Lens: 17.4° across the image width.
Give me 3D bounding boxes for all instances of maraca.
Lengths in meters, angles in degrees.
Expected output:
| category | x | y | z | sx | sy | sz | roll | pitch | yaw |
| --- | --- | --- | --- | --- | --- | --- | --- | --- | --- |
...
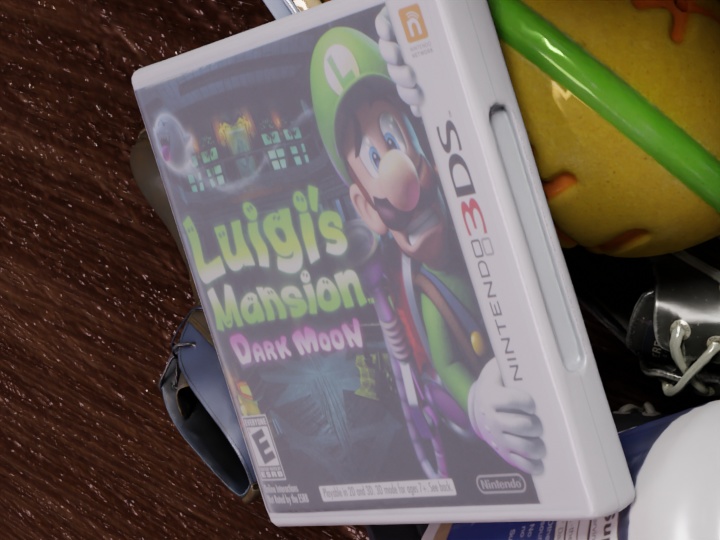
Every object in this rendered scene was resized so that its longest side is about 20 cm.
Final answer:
| category | x | y | z | sx | sy | sz | roll | pitch | yaw |
| --- | --- | --- | --- | --- | --- | --- | --- | --- | --- |
| maraca | 0.058 | -0.079 | 0.816 | 0.200 | 0.107 | 0.137 | 40 | -178 | 13 |

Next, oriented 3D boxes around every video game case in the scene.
| category | x | y | z | sx | sy | sz | roll | pitch | yaw |
| --- | --- | --- | --- | --- | --- | --- | --- | --- | --- |
| video game case | 0.000 | 0.000 | 0.815 | 0.200 | 0.023 | 0.183 | -10 | 98 | 56 |

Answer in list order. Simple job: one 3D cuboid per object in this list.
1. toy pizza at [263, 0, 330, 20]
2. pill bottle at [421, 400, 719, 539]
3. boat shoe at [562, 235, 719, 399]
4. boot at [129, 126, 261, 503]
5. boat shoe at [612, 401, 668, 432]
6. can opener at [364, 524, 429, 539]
| category | x | y | z | sx | sy | sz | roll | pitch | yaw |
| --- | --- | --- | --- | --- | --- | --- | --- | --- | --- |
| toy pizza | -0.006 | -0.090 | 0.923 | 0.201 | 0.032 | 0.200 | 55 | -177 | -5 |
| pill bottle | 0.113 | 0.105 | 0.800 | 0.200 | 0.111 | 0.111 | -25 | 96 | 53 |
| boat shoe | 0.126 | 0.018 | 0.863 | 0.200 | 0.064 | 0.071 | 40 | 146 | 29 |
| boot | -0.069 | 0.017 | 1.120 | 0.200 | 0.097 | 0.075 | 48 | 149 | 17 |
| boat shoe | 0.121 | 0.088 | 0.942 | 0.200 | 0.060 | 0.074 | 30 | 172 | 45 |
| can opener | 0.008 | 0.037 | 0.942 | 0.079 | 0.063 | 0.201 | 30 | -148 | -54 |
